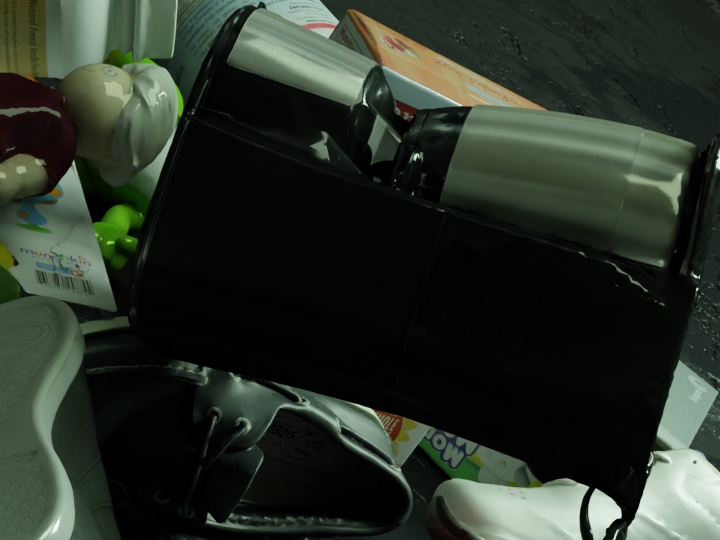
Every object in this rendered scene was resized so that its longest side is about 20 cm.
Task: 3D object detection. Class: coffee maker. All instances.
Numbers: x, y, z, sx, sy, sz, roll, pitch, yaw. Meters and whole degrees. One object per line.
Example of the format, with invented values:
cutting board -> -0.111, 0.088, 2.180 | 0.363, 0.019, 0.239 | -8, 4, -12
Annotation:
coffee maker -> 0.018, 0.014, 0.718 | 0.198, 0.135, 0.193 | 15, 57, 8

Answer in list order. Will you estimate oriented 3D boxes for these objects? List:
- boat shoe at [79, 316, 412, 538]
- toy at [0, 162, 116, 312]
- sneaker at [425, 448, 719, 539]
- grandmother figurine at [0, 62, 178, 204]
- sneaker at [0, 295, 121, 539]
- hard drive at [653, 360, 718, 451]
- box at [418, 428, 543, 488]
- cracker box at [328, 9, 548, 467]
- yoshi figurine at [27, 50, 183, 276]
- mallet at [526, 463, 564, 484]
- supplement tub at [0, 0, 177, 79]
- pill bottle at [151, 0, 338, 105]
boat shoe -> -0.055, 0.076, 0.806 | 0.199, 0.075, 0.066 | 25, 16, -43
toy -> -0.178, -0.023, 0.843 | 0.114, 0.048, 0.200 | 12, 19, -21
sneaker -> 0.122, 0.122, 0.917 | 0.198, 0.088, 0.074 | 15, -13, -21
grandmother figurine -> -0.162, -0.058, 0.792 | 0.199, 0.061, 0.121 | -8, 39, -34
sneaker -> -0.115, 0.087, 0.685 | 0.200, 0.070, 0.100 | -113, -176, -63
hard drive -> 0.104, 0.031, 1.081 | 0.200, 0.033, 0.139 | 40, 19, 7
box -> 0.092, 0.094, 1.035 | 0.200, 0.049, 0.117 | 43, 21, 21
cracker box -> 0.000, 0.000, 0.872 | 0.133, 0.201, 0.058 | 23, 24, -31
yoshi figurine -> -0.099, -0.048, 0.963 | 0.200, 0.113, 0.112 | 45, 34, 15
mallet -> 0.160, 0.114, 0.991 | 0.199, 0.041, 0.066 | 32, 25, -22
supplement tub -> -0.184, -0.164, 0.912 | 0.198, 0.146, 0.145 | 2, 29, -8
pill bottle -> -0.088, -0.152, 1.177 | 0.108, 0.109, 0.200 | 9, 34, -50
